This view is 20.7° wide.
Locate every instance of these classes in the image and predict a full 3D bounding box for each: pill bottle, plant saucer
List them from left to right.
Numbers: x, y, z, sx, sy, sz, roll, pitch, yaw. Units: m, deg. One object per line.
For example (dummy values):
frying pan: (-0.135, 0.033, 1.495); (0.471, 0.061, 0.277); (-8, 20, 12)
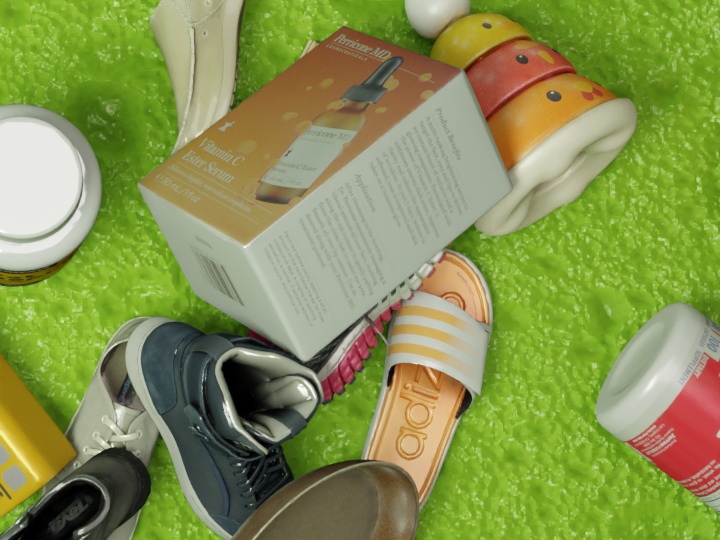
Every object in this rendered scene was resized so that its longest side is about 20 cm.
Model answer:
pill bottle: (-0.232, -0.050, 1.329); (0.108, 0.200, 0.110); (1, 85, -11)
plant saucer: (-0.041, 0.209, 1.374); (0.200, 0.201, 0.032); (-44, 57, -12)
pill bottle: (0.283, 0.123, 1.468); (0.199, 0.112, 0.113); (36, 79, -7)

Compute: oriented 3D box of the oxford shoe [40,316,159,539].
oxford shoe: (-0.178, 0.128, 1.399); (0.075, 0.058, 0.202); (20, 83, -12)

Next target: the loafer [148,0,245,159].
loafer: (-0.122, -0.165, 1.431); (0.068, 0.076, 0.202); (9, 79, -7)

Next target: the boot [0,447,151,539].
boot: (-0.230, 0.199, 1.321); (0.070, 0.132, 0.200); (39, 100, 5)

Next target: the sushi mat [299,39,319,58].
sushi mat: (-0.041, -0.066, 1.467); (0.095, 0.012, 0.201); (29, 80, -9)

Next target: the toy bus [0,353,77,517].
toy bus: (-0.290, 0.076, 1.360); (0.078, 0.065, 0.201); (-36, 94, 20)

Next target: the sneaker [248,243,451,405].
sneaker: (0.000, 0.000, 1.429); (0.075, 0.080, 0.201); (39, 78, -21)

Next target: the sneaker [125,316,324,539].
sneaker: (-0.069, 0.125, 1.354); (0.077, 0.146, 0.203); (-45, 119, -28)

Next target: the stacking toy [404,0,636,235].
stacking toy: (0.095, -0.140, 1.459); (0.146, 0.146, 0.201); (-34, 77, -13)

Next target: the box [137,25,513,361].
box: (-0.025, -0.058, 1.363); (0.200, 0.152, 0.107); (-40, 126, -18)

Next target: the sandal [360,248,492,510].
sandal: (0.054, 0.086, 1.450); (0.078, 0.059, 0.209); (15, 82, -10)
